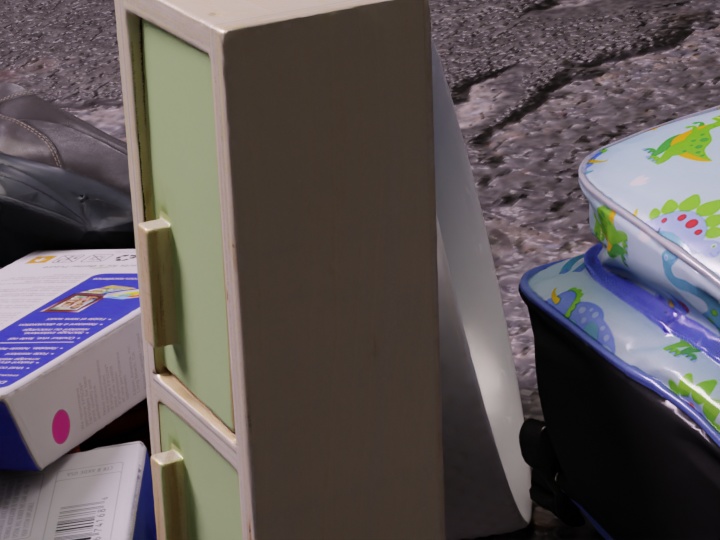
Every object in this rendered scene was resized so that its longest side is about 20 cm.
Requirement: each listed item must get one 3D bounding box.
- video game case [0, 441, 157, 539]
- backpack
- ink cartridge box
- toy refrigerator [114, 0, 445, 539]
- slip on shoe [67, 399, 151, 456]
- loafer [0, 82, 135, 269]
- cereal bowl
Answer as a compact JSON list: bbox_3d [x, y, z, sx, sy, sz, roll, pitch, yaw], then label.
[{"bbox_3d":[-0.153,0.131,0.631,0.180,0.046,0.200,-7,27,4],"label":"video game case"},{"bbox_3d":[0.174,0.022,0.736,0.199,0.148,0.183,-17,30,-23],"label":"backpack"},{"bbox_3d":[-0.120,0.033,0.746,0.094,0.037,0.200,0,14,25],"label":"ink cartridge box"},{"bbox_3d":[-0.024,0.016,0.637,0.070,0.201,0.076,-14,25,-25],"label":"toy refrigerator"},{"bbox_3d":[-0.113,0.083,0.805,0.199,0.062,0.074,-18,29,-14],"label":"slip on shoe"},{"bbox_3d":[-0.070,-0.016,0.883,0.199,0.073,0.073,24,53,-17],"label":"loafer"},{"bbox_3d":[0.000,0.000,0.782,0.083,0.201,0.200,-12,25,8],"label":"cereal bowl"}]
